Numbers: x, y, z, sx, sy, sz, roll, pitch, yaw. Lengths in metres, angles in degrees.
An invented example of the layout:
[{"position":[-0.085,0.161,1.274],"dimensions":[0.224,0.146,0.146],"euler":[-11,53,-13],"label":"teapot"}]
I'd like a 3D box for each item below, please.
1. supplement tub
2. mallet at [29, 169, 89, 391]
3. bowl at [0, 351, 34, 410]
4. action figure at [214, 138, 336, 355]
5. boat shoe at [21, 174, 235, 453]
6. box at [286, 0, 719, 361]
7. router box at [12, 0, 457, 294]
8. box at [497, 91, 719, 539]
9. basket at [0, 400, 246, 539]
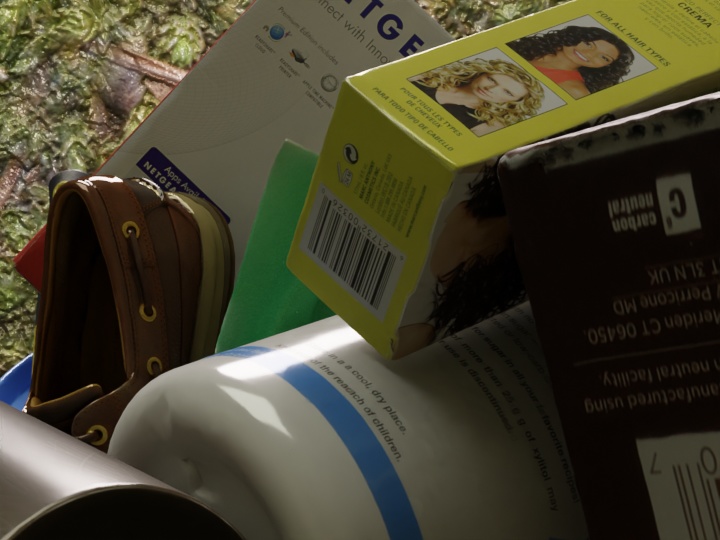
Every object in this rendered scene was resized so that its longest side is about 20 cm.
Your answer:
[{"position":[0.033,0.068,0.757],"dimensions":[0.200,0.132,0.132],"euler":[-17,3,-35],"label":"supplement tub"},{"position":[-0.135,0.032,0.995],"dimensions":[0.066,0.041,0.200],"euler":[-21,39,9],"label":"mallet"},{"position":[-0.064,0.039,1.068],"dimensions":[0.200,0.039,0.201],"euler":[-19,13,4],"label":"bowl"},{"position":[-0.031,0.071,0.823],"dimensions":[0.118,0.200,0.055],"euler":[35,-19,-28],"label":"action figure"},{"position":[-0.092,0.062,0.857],"dimensions":[0.072,0.201,0.068],"euler":[-9,-19,36],"label":"boat shoe"},{"position":[0.071,-0.042,0.745],"dimensions":[0.200,0.050,0.075],"euler":[-24,-36,-40],"label":"box"},{"position":[0.000,0.000,0.936],"dimensions":[0.180,0.200,0.049],"euler":[-47,-3,3],"label":"router box"},{"position":[0.174,0.015,0.672],"dimensions":[0.166,0.165,0.200],"euler":[-13,4,44],"label":"box"},{"position":[-0.123,0.105,0.702],"dimensions":[0.136,0.181,0.200],"euler":[4,-1,-39],"label":"basket"}]
